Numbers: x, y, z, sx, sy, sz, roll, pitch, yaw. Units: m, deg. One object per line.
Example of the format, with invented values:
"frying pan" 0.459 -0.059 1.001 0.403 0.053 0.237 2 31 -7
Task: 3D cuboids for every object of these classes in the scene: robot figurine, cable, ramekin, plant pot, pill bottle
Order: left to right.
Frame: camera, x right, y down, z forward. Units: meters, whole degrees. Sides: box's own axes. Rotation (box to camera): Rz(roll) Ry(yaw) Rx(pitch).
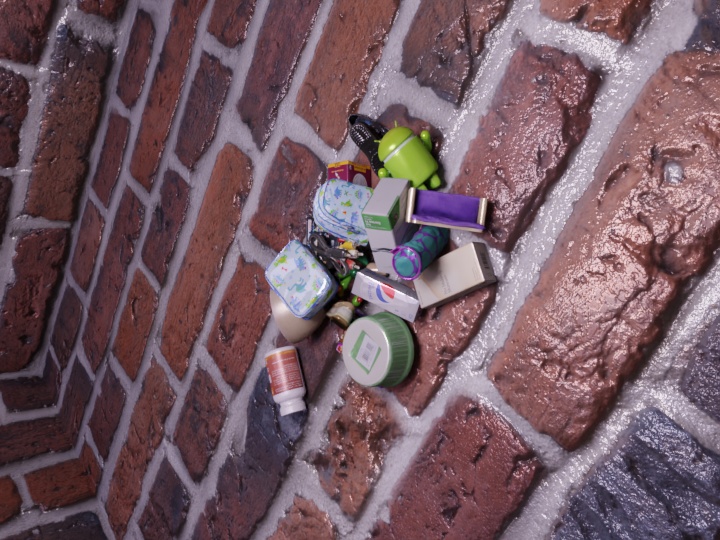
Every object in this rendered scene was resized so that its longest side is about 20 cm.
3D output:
"pill bottle" -0.239 0.358 1.763 0.110 0.110 0.207 -26 72 37
"plant pot" -0.173 0.104 1.678 0.131 0.200 0.207 -21 75 14
"cable" -0.073 -0.048 1.558 0.197 0.049 0.101 18 109 43
"ramekin" 0.041 0.217 1.477 0.195 0.096 0.208 -2 87 40
"robot figurine" 0.125 -0.285 1.421 0.175 0.116 0.201 -40 95 -3

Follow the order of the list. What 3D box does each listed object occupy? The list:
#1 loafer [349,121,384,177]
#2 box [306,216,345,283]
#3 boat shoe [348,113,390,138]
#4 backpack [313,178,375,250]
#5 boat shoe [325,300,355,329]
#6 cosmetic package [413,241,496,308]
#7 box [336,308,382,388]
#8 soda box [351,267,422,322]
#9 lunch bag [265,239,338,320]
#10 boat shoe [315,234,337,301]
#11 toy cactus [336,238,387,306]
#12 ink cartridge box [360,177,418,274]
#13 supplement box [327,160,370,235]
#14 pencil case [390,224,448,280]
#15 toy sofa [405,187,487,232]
"loafer" 0.049 -0.335 1.506 0.072 0.072 0.201 -25 118 27
"box" -0.103 -0.066 1.693 0.155 0.045 0.208 2 91 41
"boat shoe" 0.035 -0.397 1.564 0.200 0.065 0.071 47 118 31
"backpack" -0.033 -0.162 1.460 0.193 0.154 0.169 14 75 8
"boat shoe" -0.052 0.125 1.581 0.067 0.073 0.199 -53 10 -10
"cosmetic package" 0.233 0.014 1.382 0.197 0.072 0.107 -29 72 36
"box" 0.025 0.224 1.582 0.198 0.038 0.141 34 111 36
"soda box" 0.077 0.065 1.479 0.195 0.068 0.065 25 109 19
"lunch bag" -0.172 0.029 1.560 0.161 0.082 0.200 -46 68 6
"boat shoe" -0.102 -0.008 1.625 0.061 0.074 0.209 -8 75 8
"toy cactus" 0.000 0.000 1.574 0.160 0.102 0.208 -4 88 25
"ink cartridge box" 0.083 -0.111 1.402 0.081 0.148 0.204 8 137 27
"supplement box" -0.031 -0.206 1.590 0.084 0.109 0.208 -2 88 40
"pencil case" 0.151 -0.058 1.368 0.084 0.200 0.093 -35 96 39
"toy sofa" 0.208 -0.146 1.322 0.192 0.098 0.086 7 95 -5
